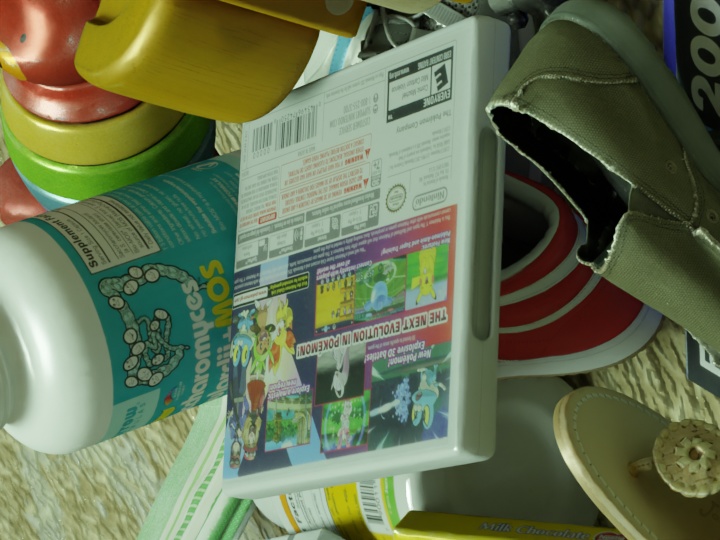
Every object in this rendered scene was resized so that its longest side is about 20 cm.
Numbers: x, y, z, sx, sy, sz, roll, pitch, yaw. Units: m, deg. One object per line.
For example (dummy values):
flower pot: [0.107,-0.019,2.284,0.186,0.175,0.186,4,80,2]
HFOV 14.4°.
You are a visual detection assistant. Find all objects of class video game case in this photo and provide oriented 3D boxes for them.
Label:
video game case: [0.000,0.000,1.223,0.200,0.023,0.182,-16,68,57]

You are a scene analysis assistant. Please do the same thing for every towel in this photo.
towel: [-0.085,0.120,1.574,0.023,0.153,0.200,29,167,-12]

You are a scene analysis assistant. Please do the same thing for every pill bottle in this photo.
pill bottle: [-0.112,0.019,1.337,0.111,0.200,0.111,36,136,44]
pill bottle: [0.022,0.096,1.403,0.200,0.111,0.111,-1,107,61]

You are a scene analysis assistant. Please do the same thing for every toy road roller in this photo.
toy road roller: [-0.045,-0.129,1.213,0.200,0.123,0.146,31,106,56]

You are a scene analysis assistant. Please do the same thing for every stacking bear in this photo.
stacking bear: [-0.132,-0.089,1.395,0.121,0.114,0.200,47,163,31]

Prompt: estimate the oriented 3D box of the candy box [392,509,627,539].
candy box: [0.114,0.163,1.261,0.200,0.026,0.102,4,114,24]

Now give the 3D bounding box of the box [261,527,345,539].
box: [0.013,0.187,1.426,0.156,0.041,0.200,30,164,-9]

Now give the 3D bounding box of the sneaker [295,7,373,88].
sneaker: [0.009,-0.047,1.374,0.081,0.076,0.200,29,134,49]

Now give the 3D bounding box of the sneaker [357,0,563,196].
sneaker: [0.034,-0.118,1.271,0.075,0.082,0.200,-18,89,62]

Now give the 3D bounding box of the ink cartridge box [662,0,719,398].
ink cartridge box: [0.169,-0.031,1.134,0.200,0.043,0.198,33,135,51]

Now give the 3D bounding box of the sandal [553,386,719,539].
sandal: [0.172,0.101,1.136,0.070,0.078,0.212,-32,118,31]

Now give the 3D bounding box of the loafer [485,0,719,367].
loafer: [0.117,-0.008,1.092,0.200,0.070,0.075,53,157,7]

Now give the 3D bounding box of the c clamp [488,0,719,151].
c clamp: [0.106,-0.100,1.128,0.200,0.027,0.171,2,109,63]

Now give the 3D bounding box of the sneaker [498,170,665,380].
sneaker: [0.023,0.013,1.259,0.200,0.112,0.071,-17,56,24]
